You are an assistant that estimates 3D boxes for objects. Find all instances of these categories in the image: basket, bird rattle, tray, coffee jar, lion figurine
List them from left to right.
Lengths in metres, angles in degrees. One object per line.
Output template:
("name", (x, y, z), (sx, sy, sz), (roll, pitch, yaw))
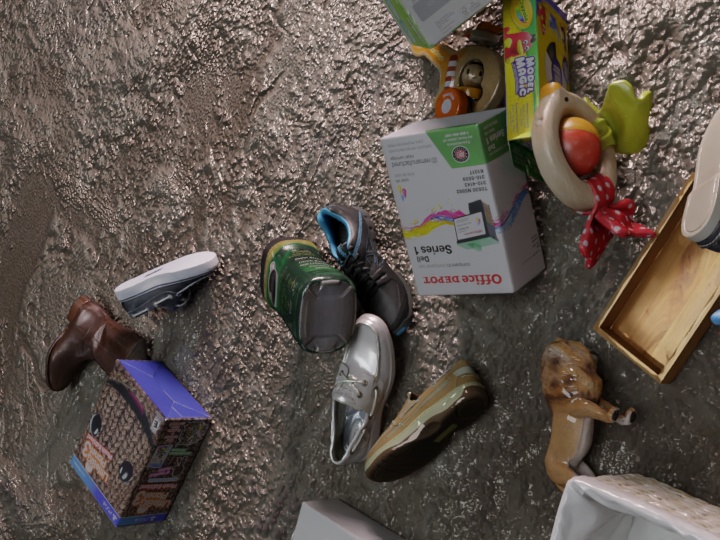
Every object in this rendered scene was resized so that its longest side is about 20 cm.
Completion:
("coffee jar", (-0.074, 0.026, 1.352), (0.200, 0.084, 0.106), (-137, 49, -61))
("lion figurine", (0.239, 0.184, 1.128), (0.121, 0.072, 0.204), (19, 101, 47))
("bird rattle", (0.240, -0.114, 1.100), (0.112, 0.161, 0.204), (-13, 56, 52))
("basket", (0.295, 0.327, 1.005), (0.198, 0.159, 0.202), (19, 97, 38))
("tray", (0.345, 0.009, 1.081), (0.098, 0.037, 0.202), (41, 110, 35))

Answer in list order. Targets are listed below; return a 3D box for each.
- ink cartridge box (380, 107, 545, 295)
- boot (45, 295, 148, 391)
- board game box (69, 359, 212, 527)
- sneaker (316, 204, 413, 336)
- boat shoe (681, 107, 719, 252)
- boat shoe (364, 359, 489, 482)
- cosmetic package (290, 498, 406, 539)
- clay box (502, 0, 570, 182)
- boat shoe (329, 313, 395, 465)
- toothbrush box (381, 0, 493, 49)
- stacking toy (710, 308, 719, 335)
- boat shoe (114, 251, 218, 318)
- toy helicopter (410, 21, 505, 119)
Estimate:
("ink cartridge box", (0.122, -0.077, 1.196), (0.143, 0.084, 0.204), (-2, 109, 40))
("boot", (-0.444, 0.164, 1.709), (0.198, 0.064, 0.189), (30, 106, 33))
("board game box", (-0.348, 0.269, 1.587), (0.159, 0.096, 0.203), (38, 108, 36))
("sneaker", (0.000, 0.000, 1.339), (0.073, 0.081, 0.202), (-41, 63, 25))
("boat shoe", (0.385, -0.105, 1.029), (0.203, 0.062, 0.073), (-65, 12, -21))
("boat shoe", (0.077, 0.188, 1.272), (0.199, 0.071, 0.077), (-40, 47, 21))
("cosmetic package", (0.000, 0.387, 1.296), (0.198, 0.080, 0.115), (24, 100, 40))
("clay box", (0.207, -0.212, 1.169), (0.047, 0.114, 0.205), (-6, 81, 29))
("boat shoe", (-0.004, 0.159, 1.310), (0.070, 0.069, 0.204), (14, 105, 34))
("toothbrush box", (0.104, -0.341, 1.191), (0.145, 0.200, 0.087), (-36, 102, 6))
("stacking toy", (0.409, 0.128, 0.984), (0.114, 0.109, 0.205), (1, 96, 37))
("boat shoe", (-0.299, 0.028, 1.599), (0.197, 0.072, 0.069), (-20, 106, 22))
("toy helicopter", (0.123, -0.268, 1.277), (0.201, 0.078, 0.134), (52, 124, 45))
